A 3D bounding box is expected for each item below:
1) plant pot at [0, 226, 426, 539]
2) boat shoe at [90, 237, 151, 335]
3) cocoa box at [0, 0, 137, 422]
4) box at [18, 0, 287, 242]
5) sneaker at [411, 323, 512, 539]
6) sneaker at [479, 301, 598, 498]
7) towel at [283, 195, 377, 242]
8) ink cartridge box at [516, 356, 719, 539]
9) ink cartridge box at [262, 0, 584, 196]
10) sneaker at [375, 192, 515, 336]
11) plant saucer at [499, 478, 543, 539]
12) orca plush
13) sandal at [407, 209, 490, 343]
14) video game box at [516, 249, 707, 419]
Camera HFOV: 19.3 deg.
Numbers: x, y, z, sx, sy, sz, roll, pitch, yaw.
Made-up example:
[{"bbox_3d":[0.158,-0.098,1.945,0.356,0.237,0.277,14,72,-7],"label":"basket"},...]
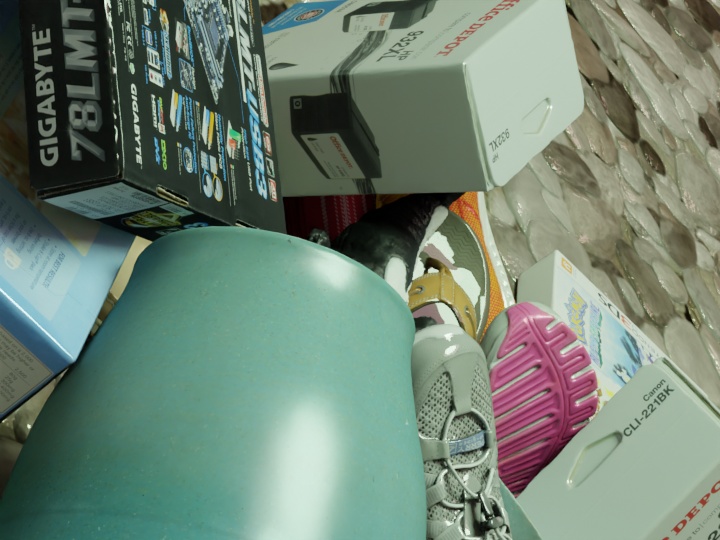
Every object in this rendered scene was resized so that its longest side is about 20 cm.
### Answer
[{"bbox_3d":[-0.059,0.092,0.929,0.200,0.199,0.189,33,57,-34],"label":"plant pot"},{"bbox_3d":[-0.105,-0.023,1.193,0.074,0.069,0.200,50,27,-7],"label":"boat shoe"},{"bbox_3d":[-0.191,-0.020,0.986,0.133,0.131,0.200,45,29,-17],"label":"cocoa box"},{"bbox_3d":[-0.097,-0.116,0.987,0.198,0.049,0.202,25,57,-71],"label":"box"},{"bbox_3d":[0.054,0.124,1.046,0.074,0.082,0.201,-18,112,-36],"label":"sneaker"},{"bbox_3d":[0.091,0.091,1.309,0.081,0.201,0.088,-17,44,-17],"label":"sneaker"},{"bbox_3d":[0.018,-0.003,1.417,0.200,0.022,0.145,34,33,-35],"label":"towel"},{"bbox_3d":[0.198,0.162,1.317,0.084,0.144,0.200,47,5,41],"label":"ink cartridge box"},{"bbox_3d":[0.017,-0.110,1.305,0.145,0.199,0.084,-42,125,-51],"label":"ink cartridge box"},{"bbox_3d":[0.042,-0.034,1.393,0.077,0.073,0.201,11,45,-40],"label":"sneaker"},{"bbox_3d":[0.094,0.199,1.218,0.202,0.039,0.201,60,-7,12],"label":"plant saucer"},{"bbox_3d":[0.000,0.000,1.246,0.200,0.105,0.071,-47,131,-21],"label":"orca plush"},{"bbox_3d":[0.034,0.042,1.282,0.081,0.055,0.201,33,55,-9],"label":"sandal"},{"bbox_3d":[0.183,0.105,1.528,0.182,0.047,0.201,40,30,-20],"label":"video game box"}]
